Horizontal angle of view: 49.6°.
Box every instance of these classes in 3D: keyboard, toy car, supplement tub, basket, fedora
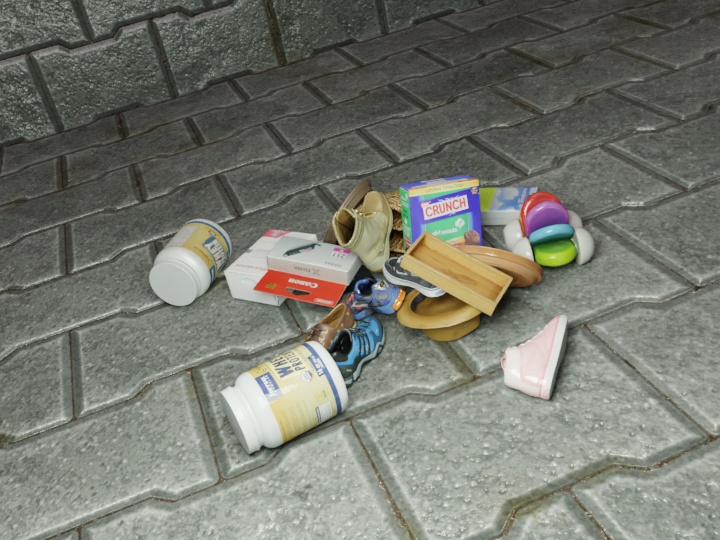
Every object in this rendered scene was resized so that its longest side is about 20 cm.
[{"bbox_3d":[0.000,0.000,1.789,0.127,0.021,0.200,-39,46,0],"label":"keyboard"},{"bbox_3d":[0.410,-0.093,1.714,0.175,0.150,0.200,-10,31,3],"label":"toy car"},{"bbox_3d":[-0.416,-0.021,1.909,0.144,0.145,0.200,-1,34,19],"label":"supplement tub"},{"bbox_3d":[0.067,-0.090,1.840,0.200,0.143,0.149,11,40,31],"label":"basket"},{"bbox_3d":[0.176,0.086,1.579,0.200,0.082,0.201,-17,28,9],"label":"fedora"},{"bbox_3d":[-0.138,0.229,1.405,0.200,0.145,0.144,-25,33,-20],"label":"supplement tub"}]

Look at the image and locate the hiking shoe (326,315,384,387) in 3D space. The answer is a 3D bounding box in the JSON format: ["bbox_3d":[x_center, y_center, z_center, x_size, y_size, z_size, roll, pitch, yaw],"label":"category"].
[{"bbox_3d":[-0.007,0.143,1.550,0.074,0.087,0.200,3,35,25],"label":"hiking shoe"}]

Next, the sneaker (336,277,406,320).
[{"bbox_3d":[0.011,0.051,1.649,0.200,0.078,0.075,-17,35,50],"label":"sneaker"}]

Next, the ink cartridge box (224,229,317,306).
[{"bbox_3d":[-0.207,-0.010,1.873,0.145,0.085,0.200,8,35,30],"label":"ink cartridge box"}]

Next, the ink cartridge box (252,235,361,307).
[{"bbox_3d":[-0.118,-0.002,1.737,0.199,0.044,0.174,11,36,16],"label":"ink cartridge box"}]

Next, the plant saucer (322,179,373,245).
[{"bbox_3d":[-0.027,-0.135,1.934,0.029,0.200,0.200,34,46,8],"label":"plant saucer"}]

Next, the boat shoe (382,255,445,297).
[{"bbox_3d":[0.106,-0.005,1.627,0.072,0.068,0.200,-31,28,-18],"label":"boat shoe"}]

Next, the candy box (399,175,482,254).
[{"bbox_3d":[0.181,-0.099,1.729,0.169,0.201,0.077,-11,16,-15],"label":"candy box"}]

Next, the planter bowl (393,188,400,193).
[{"bbox_3d":[0.129,-0.159,1.990,0.200,0.084,0.201,-9,32,5],"label":"planter bowl"}]

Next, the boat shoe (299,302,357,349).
[{"bbox_3d":[-0.082,0.139,1.602,0.072,0.068,0.200,12,39,34],"label":"boat shoe"}]

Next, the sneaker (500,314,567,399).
[{"bbox_3d":[0.319,0.147,1.433,0.104,0.075,0.200,9,41,23],"label":"sneaker"}]

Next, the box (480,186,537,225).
[{"bbox_3d":[0.338,-0.162,1.951,0.199,0.048,0.122,0,34,20],"label":"box"}]

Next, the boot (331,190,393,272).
[{"bbox_3d":[0.003,-0.114,1.733,0.073,0.155,0.201,-12,61,30],"label":"boot"}]

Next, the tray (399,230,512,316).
[{"bbox_3d":[0.187,0.004,1.519,0.200,0.037,0.099,30,42,11],"label":"tray"}]

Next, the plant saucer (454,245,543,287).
[{"bbox_3d":[0.277,-0.004,1.614,0.200,0.200,0.032,7,76,29],"label":"plant saucer"}]
